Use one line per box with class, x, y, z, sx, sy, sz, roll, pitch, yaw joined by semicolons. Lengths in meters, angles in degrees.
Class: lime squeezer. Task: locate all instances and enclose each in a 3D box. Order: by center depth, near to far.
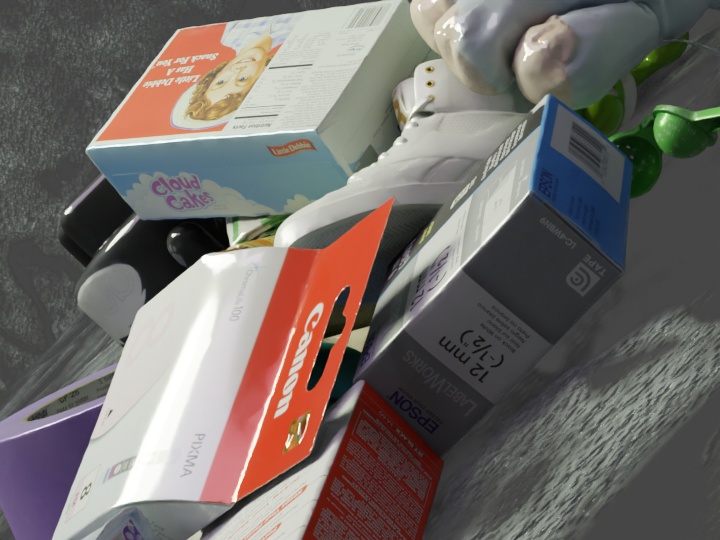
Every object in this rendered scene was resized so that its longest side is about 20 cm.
lime squeezer;0.151;-0.057;1.173;0.200;0.038;0.071;-37;12;39

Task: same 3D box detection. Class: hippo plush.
hippo plush;0.119;-0.188;1.217;0.199;0.161;0.159;7;32;20

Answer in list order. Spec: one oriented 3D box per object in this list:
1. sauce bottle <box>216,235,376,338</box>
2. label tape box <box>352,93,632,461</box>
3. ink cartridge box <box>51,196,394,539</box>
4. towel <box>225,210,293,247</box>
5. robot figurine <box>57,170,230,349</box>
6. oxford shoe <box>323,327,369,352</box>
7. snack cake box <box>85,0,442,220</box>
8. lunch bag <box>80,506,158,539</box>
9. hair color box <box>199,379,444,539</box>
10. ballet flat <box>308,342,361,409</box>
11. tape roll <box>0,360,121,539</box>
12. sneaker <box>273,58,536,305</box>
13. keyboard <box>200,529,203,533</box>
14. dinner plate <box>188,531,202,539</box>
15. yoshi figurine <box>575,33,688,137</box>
sauce bottle;0.000;0.000;1.287;0.200;0.066;0.066;-16;-12;-40
label tape box;0.048;0.020;1.136;0.200;0.066;0.143;-45;11;22
ink cartridge box;-0.072;0.053;1.121;0.200;0.057;0.163;-43;23;50
towel;0.000;-0.094;1.390;0.200;0.023;0.153;-30;32;11
robot figurine;-0.104;0.013;1.485;0.125;0.200;0.150;-48;-2;24
oxford shoe;-0.007;-0.005;1.379;0.071;0.074;0.200;-23;40;19
snack cake box;-0.055;-0.094;1.359;0.200;0.067;0.115;-1;47;43
lunch bag;-0.160;0.224;1.013;0.169;0.127;0.200;-38;1;23
hair color box;-0.031;0.139;1.008;0.111;0.064;0.200;-42;7;21
ballet flat;-0.029;0.090;1.203;0.073;0.073;0.200;-43;5;10
tape roll;-0.120;0.098;1.331;0.199;0.085;0.200;-22;5;2
sneaker;0.028;-0.054;1.253;0.199;0.116;0.074;-16;-42;-20
keyboard;-0.068;0.124;1.361;0.056;0.011;0.200;-23;6;0
dinner plate;-0.117;0.197;1.275;0.200;0.024;0.200;-44;9;9
yoshi figurine;0.140;-0.143;1.415;0.112;0.112;0.200;-36;13;13
